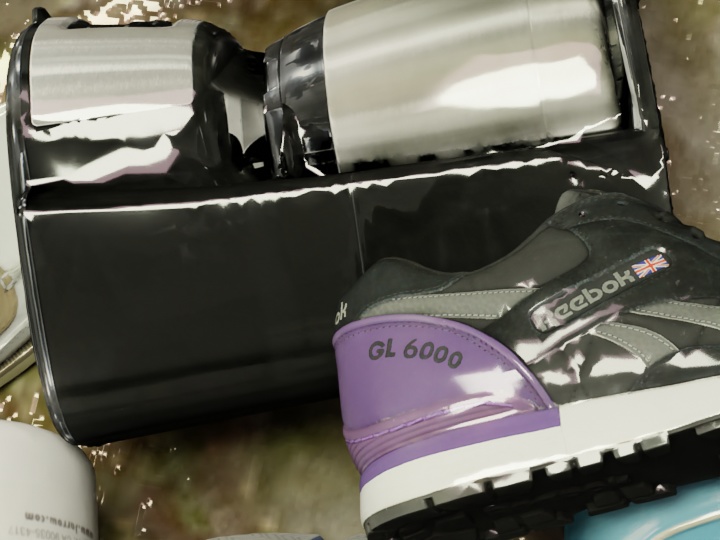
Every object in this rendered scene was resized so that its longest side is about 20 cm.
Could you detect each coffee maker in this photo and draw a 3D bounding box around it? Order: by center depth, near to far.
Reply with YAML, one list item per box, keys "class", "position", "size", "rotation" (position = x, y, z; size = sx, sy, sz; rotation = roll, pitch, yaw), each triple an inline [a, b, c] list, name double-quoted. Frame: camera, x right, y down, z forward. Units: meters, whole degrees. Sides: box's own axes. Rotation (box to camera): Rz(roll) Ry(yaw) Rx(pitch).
- class: "coffee maker"
  position: [0.000, 0.000, 0.764]
  size: [0.200, 0.135, 0.192]
  rotation: [-9, 70, 8]

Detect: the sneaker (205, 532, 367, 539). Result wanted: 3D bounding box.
- class: "sneaker"
  position: [0.046, 0.140, 0.673]
  size: [0.199, 0.081, 0.115]
  rotation: [7, 97, 23]

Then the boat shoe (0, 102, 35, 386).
- class: "boat shoe"
  position: [-0.151, 0.009, 0.830]
  size: [0.075, 0.068, 0.200]
  rotation: [33, 78, 23]

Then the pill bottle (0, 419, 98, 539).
- class: "pill bottle"
  position: [-0.134, 0.154, 0.748]
  size: [0.114, 0.114, 0.200]
  rotation: [-7, 70, 9]

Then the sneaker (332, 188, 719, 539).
- class: "sneaker"
  position: [0.090, 0.010, 0.667]
  size: [0.200, 0.076, 0.088]
  rotation: [-12, 69, 2]

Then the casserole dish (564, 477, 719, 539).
- class: "casserole dish"
  position: [0.152, 0.094, 0.715]
  size: [0.200, 0.039, 0.121]
  rotation: [-12, 106, 8]
